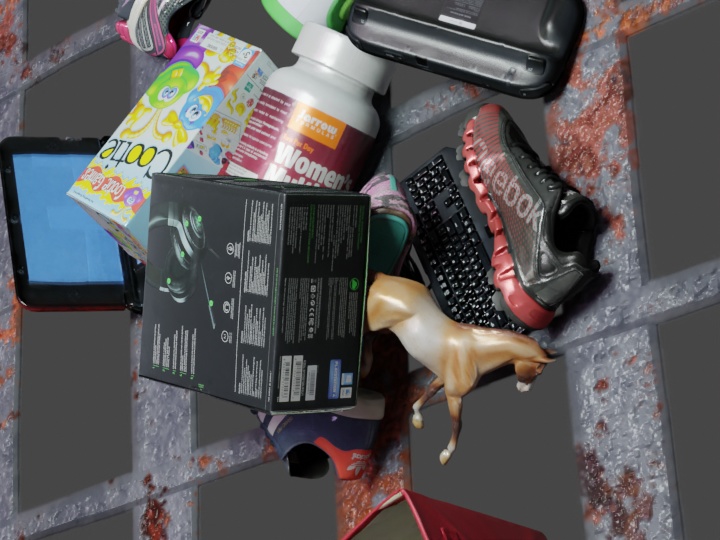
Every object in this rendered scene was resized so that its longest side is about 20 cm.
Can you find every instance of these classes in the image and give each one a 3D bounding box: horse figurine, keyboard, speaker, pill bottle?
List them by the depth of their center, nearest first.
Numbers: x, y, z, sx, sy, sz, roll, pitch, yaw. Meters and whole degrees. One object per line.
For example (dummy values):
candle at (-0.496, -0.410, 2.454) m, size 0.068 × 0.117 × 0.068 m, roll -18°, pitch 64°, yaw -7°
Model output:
horse figurine at (0.045, 0.060, 1.702) m, size 0.200 × 0.050 × 0.133 m, roll 39°, pitch 124°, yaw 13°
keyboard at (0.068, -0.007, 1.760) m, size 0.104 × 0.039 × 0.201 m, roll -42°, pitch 49°, yaw 23°
pill bottle at (-0.049, -0.109, 1.859) m, size 0.109 × 0.109 × 0.202 m, roll 27°, pitch 93°, yaw 45°
speaker at (-0.002, -0.298, 1.905) m, size 0.200 × 0.088 × 0.089 m, roll -48°, pitch 48°, yaw 18°

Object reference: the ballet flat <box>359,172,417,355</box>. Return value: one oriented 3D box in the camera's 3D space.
ballet flat at (0.000, 0.000, 1.784) m, size 0.072 × 0.068 × 0.201 m, roll -85°, pitch 14°, yaw -50°

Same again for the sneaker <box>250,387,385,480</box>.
sneaker at (-0.062, 0.130, 1.808) m, size 0.199 × 0.074 × 0.085 m, roll 14°, pitch 96°, yaw 51°

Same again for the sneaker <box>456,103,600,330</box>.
sneaker at (0.139, -0.056, 1.690) m, size 0.098 × 0.071 × 0.202 m, roll -32°, pitch 56°, yaw 30°

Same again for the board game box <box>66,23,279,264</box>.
board game box at (-0.151, -0.105, 1.919) m, size 0.103 × 0.105 × 0.201 m, roll 26°, pitch 75°, yaw 46°

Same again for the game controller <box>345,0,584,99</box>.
game controller at (0.087, -0.212, 1.779) m, size 0.198 × 0.042 × 0.105 m, roll 19°, pitch 68°, yaw 22°

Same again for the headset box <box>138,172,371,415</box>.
headset box at (-0.093, 0.014, 1.724) m, size 0.199 × 0.092 × 0.176 m, roll 9°, pitch 97°, yaw 49°

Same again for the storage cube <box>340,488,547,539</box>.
storage cube at (0.058, 0.293, 1.554) m, size 0.200 × 0.179 × 0.172 m, roll -46°, pitch 49°, yaw 21°

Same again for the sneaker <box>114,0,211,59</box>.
sneaker at (-0.164, -0.303, 2.072) m, size 0.074 × 0.080 × 0.202 m, roll 30°, pitch 104°, yaw 30°

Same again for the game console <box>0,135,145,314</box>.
game console at (-0.239, -0.070, 2.015) m, size 0.172 × 0.118 × 0.202 m, roll -33°, pitch 55°, yaw 30°
